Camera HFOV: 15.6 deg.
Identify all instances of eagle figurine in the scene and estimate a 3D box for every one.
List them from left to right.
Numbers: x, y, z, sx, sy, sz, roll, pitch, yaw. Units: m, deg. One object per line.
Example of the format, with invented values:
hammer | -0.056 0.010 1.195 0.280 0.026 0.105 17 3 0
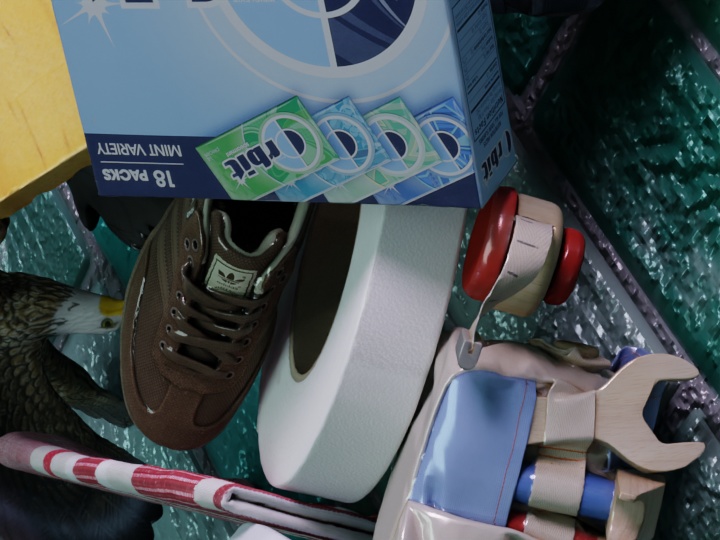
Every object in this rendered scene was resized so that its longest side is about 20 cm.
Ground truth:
eagle figurine | -0.173 0.041 1.303 0.151 0.152 0.200 15 129 32

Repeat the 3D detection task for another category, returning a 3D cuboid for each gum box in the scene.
gum box | -0.039 -0.122 0.986 0.169 0.045 0.201 2 119 25

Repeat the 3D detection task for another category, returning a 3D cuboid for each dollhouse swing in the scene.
dollhouse swing | -0.124 -0.092 1.198 0.200 0.176 0.182 -31 63 10

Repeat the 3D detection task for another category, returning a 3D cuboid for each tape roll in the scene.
tape roll | 0.000 0.000 1.125 0.203 0.037 0.203 -167 90 -78

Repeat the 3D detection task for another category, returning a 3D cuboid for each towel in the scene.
towel | -0.060 0.103 1.199 0.200 0.144 0.023 4 79 54

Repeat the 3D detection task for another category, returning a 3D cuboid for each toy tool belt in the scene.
toy tool belt | 0.081 0.074 1.047 0.125 0.123 0.201 -96 23 -74

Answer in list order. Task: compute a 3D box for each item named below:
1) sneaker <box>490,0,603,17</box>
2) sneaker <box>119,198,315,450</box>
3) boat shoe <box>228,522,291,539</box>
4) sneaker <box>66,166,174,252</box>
sneaker | 0.057 -0.189 1.001 0.077 0.146 0.203 -91 -2 -59
sneaker | -0.063 -0.004 1.140 0.076 0.070 0.201 -77 6 -70
boat shoe | -0.045 0.187 1.154 0.074 0.086 0.202 29 155 16
sneaker | -0.085 -0.051 1.256 0.200 0.076 0.091 12 111 60
